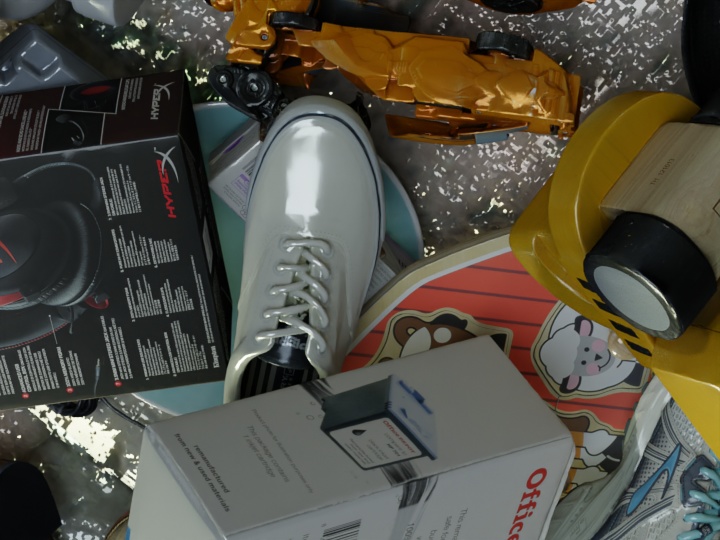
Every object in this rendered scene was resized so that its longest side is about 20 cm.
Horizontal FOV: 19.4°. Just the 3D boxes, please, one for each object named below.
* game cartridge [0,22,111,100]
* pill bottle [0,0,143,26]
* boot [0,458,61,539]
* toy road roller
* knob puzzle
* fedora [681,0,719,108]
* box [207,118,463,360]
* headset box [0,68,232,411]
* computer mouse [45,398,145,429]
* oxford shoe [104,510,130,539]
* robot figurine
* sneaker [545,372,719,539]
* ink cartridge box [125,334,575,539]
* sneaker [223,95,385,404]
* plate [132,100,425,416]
[{"bbox_3d":[-0.197,-0.034,1.146,0.200,0.042,0.133,-38,135,19],"label":"game cartridge"},{"bbox_3d":[-0.203,-0.195,1.086,0.199,0.112,0.113,20,112,6],"label":"pill bottle"},{"bbox_3d":[-0.220,0.198,1.260,0.096,0.075,0.201,6,115,33],"label":"boot"},{"bbox_3d":[0.165,0.000,1.030,0.123,0.146,0.200,-50,120,-17],"label":"toy road roller"},{"bbox_3d":[0.074,0.068,1.113,0.218,0.031,0.221,-1,119,-2],"label":"knob puzzle"},{"bbox_3d":[0.248,-0.095,1.022,0.199,0.092,0.202,4,109,12],"label":"fedora"},{"bbox_3d":[0.000,0.000,1.112,0.041,0.039,0.200,-38,113,19],"label":"box"},{"bbox_3d":[-0.175,-0.010,1.079,0.198,0.075,0.149,-8,121,3],"label":"headset box"},{"bbox_3d":[-0.125,0.095,1.208,0.200,0.034,0.059,37,113,0],"label":"computer mouse"},{"bbox_3d":[-0.117,0.170,1.179,0.070,0.075,0.200,39,128,0],"label":"oxford shoe"},{"bbox_3d":[0.018,-0.127,1.071,0.198,0.058,0.146,8,81,11],"label":"robot figurine"},{"bbox_3d":[0.173,0.118,1.095,0.077,0.086,0.201,26,104,-40],"label":"sneaker"},{"bbox_3d":[-0.010,0.129,1.035,0.086,0.199,0.147,49,139,36],"label":"ink cartridge box"},{"bbox_3d":[-0.027,0.016,1.049,0.072,0.071,0.201,6,113,-1],"label":"sneaker"},{"bbox_3d":[-0.064,-0.005,1.144,0.199,0.026,0.201,-1,119,-2],"label":"plate"}]
